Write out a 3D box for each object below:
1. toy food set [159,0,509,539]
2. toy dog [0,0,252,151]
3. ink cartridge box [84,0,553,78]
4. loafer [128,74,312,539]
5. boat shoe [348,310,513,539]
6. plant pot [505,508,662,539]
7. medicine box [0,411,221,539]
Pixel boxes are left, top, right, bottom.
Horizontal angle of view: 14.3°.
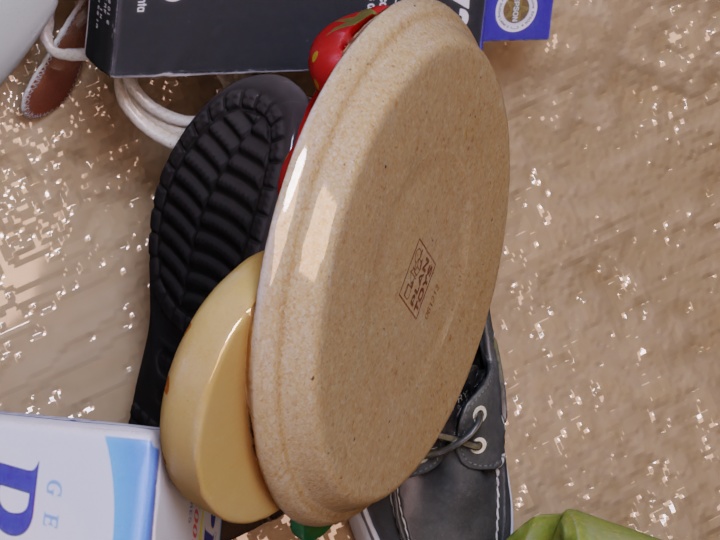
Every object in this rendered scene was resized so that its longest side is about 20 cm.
[{"bbox_3d":[0.000,0.000,1.029,0.049,0.198,0.200,13,87,22],"label":"toy food set"},{"bbox_3d":[-0.151,-0.091,1.103,0.200,0.096,0.132,-13,89,-31],"label":"toy dog"},{"bbox_3d":[-0.004,-0.125,1.085,0.200,0.037,0.095,-5,113,-27],"label":"ink cartridge box"},{"bbox_3d":[-0.041,0.016,1.109,0.071,0.073,0.200,-5,122,-36],"label":"loafer"},{"bbox_3d":[0.025,0.048,1.151,0.069,0.057,0.200,-10,91,-16],"label":"boat shoe"},{"bbox_3d":[0.126,0.186,1.101,0.184,0.200,0.201,28,81,-13],"label":"plant pot"},{"bbox_3d":[-0.160,0.139,1.030,0.200,0.103,0.182,4,86,14],"label":"medicine box"}]
